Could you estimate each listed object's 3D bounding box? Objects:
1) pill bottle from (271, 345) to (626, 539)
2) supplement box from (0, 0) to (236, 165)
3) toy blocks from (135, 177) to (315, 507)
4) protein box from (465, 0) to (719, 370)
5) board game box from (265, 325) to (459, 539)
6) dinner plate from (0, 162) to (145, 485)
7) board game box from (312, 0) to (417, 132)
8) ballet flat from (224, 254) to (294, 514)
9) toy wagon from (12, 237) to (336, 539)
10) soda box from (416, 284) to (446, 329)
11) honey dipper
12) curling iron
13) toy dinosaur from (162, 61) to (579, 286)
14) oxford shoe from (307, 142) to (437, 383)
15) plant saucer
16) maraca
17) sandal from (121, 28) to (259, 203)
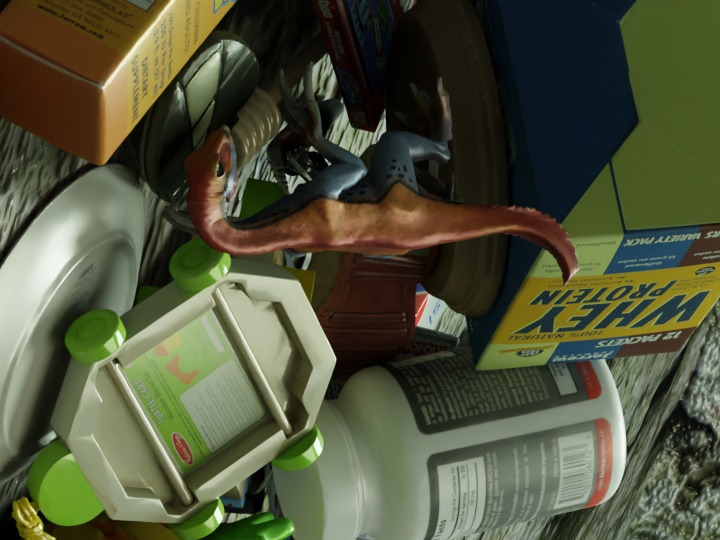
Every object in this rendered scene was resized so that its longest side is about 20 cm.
[{"bbox_3d":[0.053,0.108,1.633,0.200,0.116,0.116,-10,139,-19],"label":"pill bottle"},{"bbox_3d":[-0.097,-0.147,1.265,0.200,0.069,0.067,-57,166,-32],"label":"supplement box"},{"bbox_3d":[-0.082,0.060,1.587,0.137,0.100,0.200,86,14,-72],"label":"toy blocks"},{"bbox_3d":[0.133,-0.072,1.559,0.200,0.135,0.199,112,-29,-65],"label":"protein box"},{"bbox_3d":[-0.002,0.088,1.760,0.200,0.062,0.200,-101,-150,-55],"label":"board game box"},{"bbox_3d":[-0.164,0.036,1.422,0.200,0.024,0.200,-57,163,-28],"label":"dinner plate"},{"bbox_3d":[0.003,-0.176,1.570,0.200,0.019,0.103,71,35,-61],"label":"board game box"},{"bbox_3d":[-0.061,0.078,1.743,0.073,0.073,0.200,-34,147,-61],"label":"ballet flat"},{"bbox_3d":[-0.109,0.077,1.439,0.200,0.040,0.155,-34,128,-12],"label":"toy wagon"},{"bbox_3d":[0.015,0.037,1.936,0.200,0.063,0.068,-60,164,-16],"label":"soda box"},{"bbox_3d":[-0.039,-0.119,1.565,0.200,0.038,0.038,-50,160,-49],"label":"honey dipper"},{"bbox_3d":[-0.030,-0.077,1.606,0.026,0.050,0.200,-28,-168,11],"label":"curling iron"},{"bbox_3d":[-0.005,-0.042,1.363,0.181,0.200,0.105,-34,140,-54],"label":"toy dinosaur"},{"bbox_3d":[0.000,0.000,1.606,0.200,0.070,0.075,120,-32,-51],"label":"oxford shoe"},{"bbox_3d":[0.048,-0.071,1.562,0.200,0.029,0.200,174,-90,-77],"label":"plant saucer"},{"bbox_3d":[-0.134,0.183,1.515,0.200,0.107,0.137,-22,-171,-15],"label":"maraca"},{"bbox_3d":[-0.101,-0.082,1.385,0.080,0.057,0.201,-49,179,-13],"label":"sandal"}]
